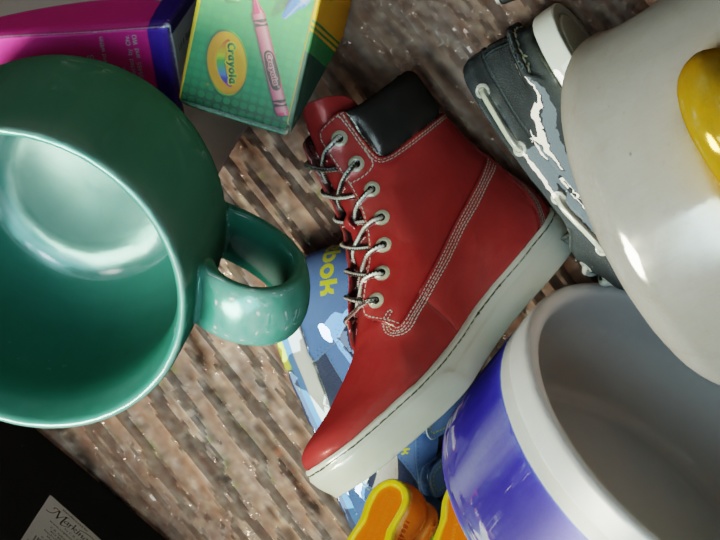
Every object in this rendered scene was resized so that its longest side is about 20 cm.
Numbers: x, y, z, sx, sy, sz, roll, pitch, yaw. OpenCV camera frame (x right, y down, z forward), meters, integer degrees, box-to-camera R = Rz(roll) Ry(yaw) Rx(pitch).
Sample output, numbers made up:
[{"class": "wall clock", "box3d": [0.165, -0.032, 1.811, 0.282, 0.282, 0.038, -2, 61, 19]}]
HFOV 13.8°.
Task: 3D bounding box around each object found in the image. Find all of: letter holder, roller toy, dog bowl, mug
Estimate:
[{"class": "letter holder", "box3d": [-0.216, 0.161, 1.594, 0.200, 0.101, 0.142, 42, 120, -9]}, {"class": "roller toy", "box3d": [0.189, -0.052, 1.337, 0.139, 0.183, 0.200, -28, 124, 24]}, {"class": "dog bowl", "box3d": [0.140, 0.104, 1.420, 0.200, 0.200, 0.079, 36, 121, -5]}, {"class": "mug", "box3d": [-0.126, -0.011, 1.361, 0.185, 0.115, 0.152, 40, 119, -10]}]

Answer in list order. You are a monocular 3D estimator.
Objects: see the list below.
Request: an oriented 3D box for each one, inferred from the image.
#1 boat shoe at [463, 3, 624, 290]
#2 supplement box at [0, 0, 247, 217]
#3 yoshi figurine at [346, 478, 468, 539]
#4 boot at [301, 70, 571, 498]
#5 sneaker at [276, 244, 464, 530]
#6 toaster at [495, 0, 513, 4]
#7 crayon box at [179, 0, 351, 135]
[{"class": "boat shoe", "box3d": [0.122, -0.031, 1.432, 0.060, 0.076, 0.201, -29, 95, 22]}, {"class": "supplement box", "box3d": [-0.167, -0.090, 1.454, 0.199, 0.101, 0.104, -1, 117, 15]}, {"class": "yoshi figurine", "box3d": [0.078, 0.184, 1.495, 0.112, 0.113, 0.200, -41, 134, 11]}, {"class": "boot", "box3d": [0.000, 0.000, 1.413, 0.144, 0.200, 0.072, 45, 145, -10]}, {"class": "sneaker", "box3d": [0.023, 0.074, 1.507, 0.082, 0.074, 0.201, -16, 112, 18]}, {"class": "toaster", "box3d": [0.113, -0.234, 1.245, 0.199, 0.119, 0.181, -19, 109, 8]}, {"class": "crayon box", "box3d": [-0.027, -0.180, 1.364, 0.058, 0.119, 0.201, 16, 119, 5]}]
